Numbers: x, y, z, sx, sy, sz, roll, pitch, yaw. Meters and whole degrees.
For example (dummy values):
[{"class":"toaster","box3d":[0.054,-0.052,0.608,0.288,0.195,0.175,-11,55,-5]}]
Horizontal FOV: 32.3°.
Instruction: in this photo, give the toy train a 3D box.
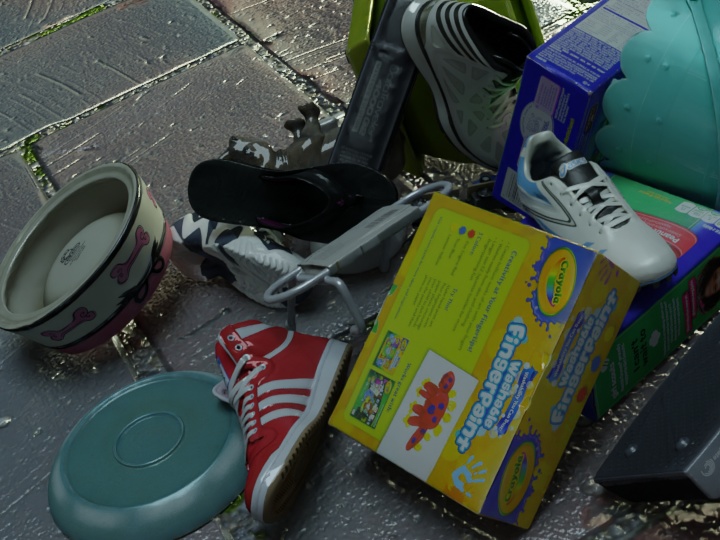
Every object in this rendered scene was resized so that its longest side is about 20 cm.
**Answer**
[{"class":"toy train","box3d":[0.071,-0.064,1.199,0.197,0.034,0.046,-10,34,-13]}]

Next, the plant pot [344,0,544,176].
[{"class":"plant pot","box3d":[0.094,-0.227,1.306,0.179,0.200,0.201,-15,35,15]}]

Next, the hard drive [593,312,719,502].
[{"class":"hard drive","box3d":[0.261,0.084,0.881,0.200,0.042,0.135,-46,6,-22]}]

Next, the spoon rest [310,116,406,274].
[{"class":"spoon rest","box3d":[-0.014,-0.070,1.267,0.098,0.061,0.201,-18,49,0]}]

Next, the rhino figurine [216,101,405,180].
[{"class":"rhino figurine","box3d":[-0.047,-0.114,1.212,0.197,0.060,0.089,-10,73,-13]}]

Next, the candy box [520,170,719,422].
[{"class":"candy box","box3d":[0.194,0.012,1.037,0.199,0.078,0.168,-38,41,-24]}]

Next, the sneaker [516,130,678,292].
[{"class":"sneaker","box3d":[0.182,-0.048,0.995,0.071,0.073,0.200,-24,37,-11]}]

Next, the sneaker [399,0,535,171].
[{"class":"sneaker","box3d":[0.122,-0.162,1.142,0.076,0.201,0.115,-48,34,-16]}]

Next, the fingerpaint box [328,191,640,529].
[{"class":"fingerpaint box","box3d":[0.090,0.064,0.935,0.166,0.073,0.202,23,88,44]}]

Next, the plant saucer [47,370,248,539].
[{"class":"plant saucer","box3d":[-0.176,0.151,1.057,0.197,0.028,0.201,-11,36,8]}]

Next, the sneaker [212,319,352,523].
[{"class":"sneaker","box3d":[-0.084,0.114,1.001,0.111,0.072,0.201,18,36,7]}]

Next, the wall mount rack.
[{"class":"wall mount rack","box3d":[0.000,0.000,1.087,0.199,0.075,0.173,-33,14,-22]}]

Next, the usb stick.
[{"class":"usb stick","box3d":[0.019,-0.163,1.171,0.055,0.033,0.202,19,88,11]}]

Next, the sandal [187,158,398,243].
[{"class":"sandal","box3d":[-0.065,-0.062,1.140,0.198,0.076,0.048,3,11,9]}]

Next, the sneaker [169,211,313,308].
[{"class":"sneaker","box3d":[-0.095,-0.041,1.229,0.198,0.080,0.130,9,51,47]}]

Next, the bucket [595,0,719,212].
[{"class":"bucket","box3d":[0.313,-0.144,1.084,0.134,0.209,0.207,30,56,29]}]

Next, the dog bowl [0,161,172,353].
[{"class":"dog bowl","box3d":[-0.268,-0.006,1.218,0.199,0.074,0.202,-27,39,25]}]

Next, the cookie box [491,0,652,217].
[{"class":"cookie box","box3d":[0.221,-0.160,1.157,0.075,0.172,0.200,35,52,22]}]
